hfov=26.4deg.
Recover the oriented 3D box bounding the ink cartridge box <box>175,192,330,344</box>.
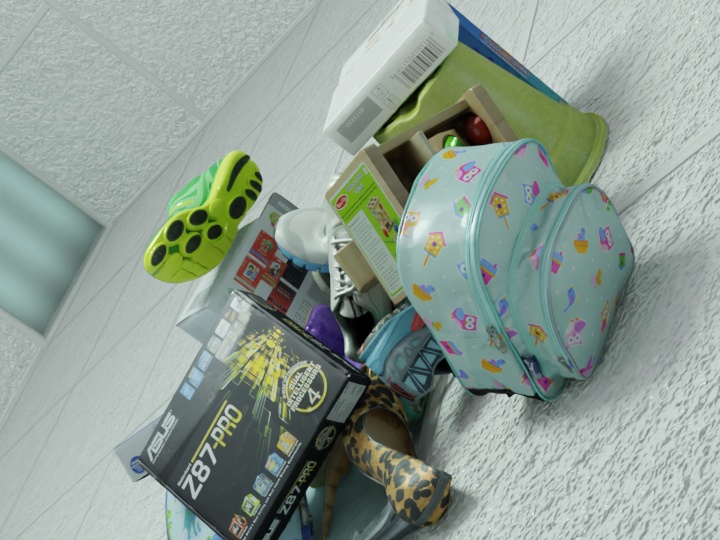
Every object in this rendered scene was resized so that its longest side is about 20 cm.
[{"bbox_3d":[-0.076,0.042,1.733,0.084,0.200,0.176,-28,28,54],"label":"ink cartridge box"}]

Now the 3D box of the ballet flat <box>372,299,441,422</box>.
[{"bbox_3d":[0.065,0.076,1.533,0.070,0.067,0.200,-6,44,37],"label":"ballet flat"}]

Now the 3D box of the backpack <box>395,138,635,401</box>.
[{"bbox_3d":[0.125,-0.007,1.257,0.153,0.200,0.176,-4,48,43],"label":"backpack"}]

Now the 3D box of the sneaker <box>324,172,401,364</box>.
[{"bbox_3d":[0.000,0.000,1.548,0.075,0.201,0.081,-1,22,29],"label":"sneaker"}]

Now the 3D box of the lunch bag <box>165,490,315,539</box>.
[{"bbox_3d":[-0.126,0.246,1.552,0.200,0.082,0.161,-38,56,51],"label":"lunch bag"}]

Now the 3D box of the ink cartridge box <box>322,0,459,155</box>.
[{"bbox_3d":[0.036,-0.222,1.593,0.161,0.050,0.200,-46,13,24],"label":"ink cartridge box"}]

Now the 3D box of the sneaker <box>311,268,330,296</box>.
[{"bbox_3d":[0.036,-0.035,1.690,0.200,0.075,0.106,-24,-7,-47],"label":"sneaker"}]

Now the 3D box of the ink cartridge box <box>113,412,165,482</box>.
[{"bbox_3d":[-0.147,0.139,1.556,0.200,0.044,0.094,-35,-5,18],"label":"ink cartridge box"}]

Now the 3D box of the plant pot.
[{"bbox_3d":[0.119,-0.134,1.579,0.200,0.184,0.200,-48,17,19],"label":"plant pot"}]

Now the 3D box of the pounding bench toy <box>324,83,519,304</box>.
[{"bbox_3d":[0.067,-0.063,1.450,0.156,0.124,0.200,-31,-6,-24],"label":"pounding bench toy"}]

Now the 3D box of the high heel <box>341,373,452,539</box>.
[{"bbox_3d":[0.044,0.150,1.375,0.143,0.071,0.200,-47,32,44],"label":"high heel"}]

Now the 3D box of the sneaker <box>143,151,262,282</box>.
[{"bbox_3d":[-0.178,-0.050,1.689,0.083,0.074,0.200,-24,22,43],"label":"sneaker"}]

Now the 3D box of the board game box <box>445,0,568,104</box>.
[{"bbox_3d":[0.108,-0.185,1.692,0.152,0.200,0.045,-46,16,22],"label":"board game box"}]

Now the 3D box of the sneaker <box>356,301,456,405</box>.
[{"bbox_3d":[0.093,0.059,1.449,0.200,0.096,0.079,-33,-12,-27],"label":"sneaker"}]

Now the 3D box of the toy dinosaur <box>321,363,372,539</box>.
[{"bbox_3d":[-0.008,0.156,1.516,0.060,0.106,0.200,-18,31,55],"label":"toy dinosaur"}]

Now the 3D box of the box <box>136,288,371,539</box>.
[{"bbox_3d":[-0.102,0.143,1.446,0.161,0.049,0.200,36,99,33],"label":"box"}]

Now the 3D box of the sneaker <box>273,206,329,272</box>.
[{"bbox_3d":[0.008,-0.040,1.611,0.087,0.199,0.075,95,-178,-64],"label":"sneaker"}]

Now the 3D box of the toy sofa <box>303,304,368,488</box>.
[{"bbox_3d":[-0.031,0.121,1.627,0.083,0.098,0.200,-32,25,54],"label":"toy sofa"}]
